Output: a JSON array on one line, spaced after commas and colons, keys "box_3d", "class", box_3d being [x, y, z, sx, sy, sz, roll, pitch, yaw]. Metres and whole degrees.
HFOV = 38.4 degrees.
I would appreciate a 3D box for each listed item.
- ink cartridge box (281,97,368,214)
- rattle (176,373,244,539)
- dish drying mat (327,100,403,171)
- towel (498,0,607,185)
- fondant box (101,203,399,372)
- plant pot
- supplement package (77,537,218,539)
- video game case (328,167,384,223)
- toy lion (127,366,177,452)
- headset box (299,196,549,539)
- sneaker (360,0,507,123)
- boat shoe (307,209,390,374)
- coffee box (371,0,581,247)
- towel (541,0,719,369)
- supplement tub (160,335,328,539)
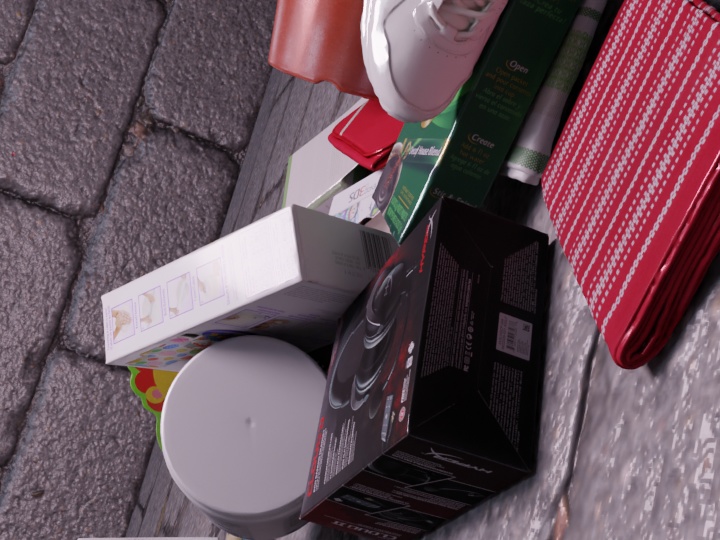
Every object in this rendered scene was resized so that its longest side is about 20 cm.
[{"box_3d": [-0.006, -0.132, 1.162, 0.200, 0.048, 0.146, -35, 30, 27], "class": "ink cartridge box"}, {"box_3d": [-0.140, 0.217, 1.036, 0.130, 0.142, 0.201, -5, 59, 56], "class": "rattle"}, {"box_3d": [0.015, -0.140, 1.033, 0.077, 0.018, 0.200, -37, 19, -2], "class": "dish drying mat"}, {"box_3d": [0.129, -0.157, 0.682, 0.149, 0.031, 0.201, -134, 65, -73], "class": "towel"}, {"box_3d": [-0.073, 0.023, 0.768, 0.199, 0.144, 0.059, -24, 67, 32], "class": "fondant box"}, {"box_3d": [0.001, -0.285, 1.049, 0.201, 0.199, 0.197, -111, 35, -71], "class": "plant pot"}, {"box_3d": [-0.208, 0.366, 0.990, 0.200, 0.151, 0.152, -139, 52, -77], "class": "supplement package"}, {"box_3d": [-0.007, 0.003, 0.969, 0.182, 0.024, 0.201, -22, 51, 63], "class": "video game case"}, {"box_3d": [-0.168, 0.133, 1.137, 0.069, 0.191, 0.201, -102, 33, -67], "class": "toy lion"}, {"box_3d": [0.032, 0.073, 0.635, 0.200, 0.077, 0.150, 131, 154, -56], "class": "headset box"}, {"box_3d": [0.063, -0.178, 0.582, 0.201, 0.077, 0.099, -69, 22, 5], "class": "sneaker"}, {"box_3d": [0.000, 0.000, 0.845, 0.200, 0.059, 0.072, -54, 29, 21], "class": "boat shoe"}, {"box_3d": [0.072, -0.115, 0.680, 0.123, 0.044, 0.201, -112, 45, -69], "class": "coffee box"}, {"box_3d": [0.138, -0.059, 0.500, 0.200, 0.022, 0.145, -92, 22, -62], "class": "towel"}, {"box_3d": [-0.080, 0.137, 0.802, 0.200, 0.131, 0.133, 101, -177, -70], "class": "supplement tub"}]
